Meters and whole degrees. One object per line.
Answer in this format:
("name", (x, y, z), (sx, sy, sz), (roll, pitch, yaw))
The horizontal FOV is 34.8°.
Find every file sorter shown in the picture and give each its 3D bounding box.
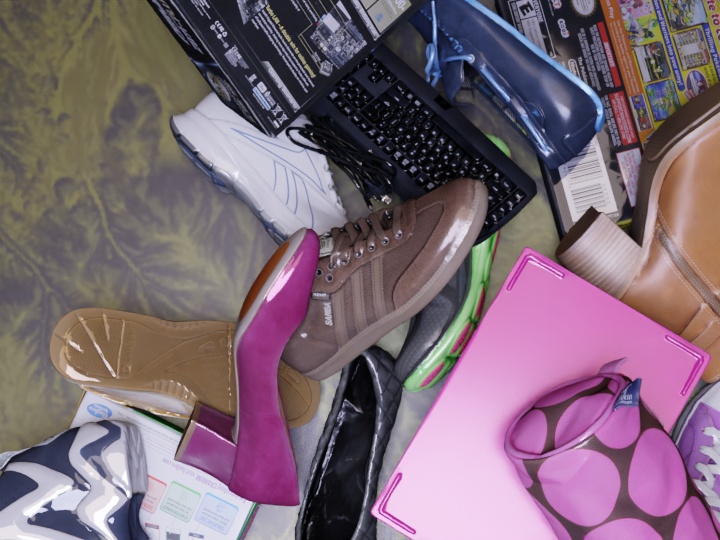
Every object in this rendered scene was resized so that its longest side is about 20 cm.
("file sorter", (0.118, 0.112, 0.795), (0.138, 0.125, 0.201), (31, 85, 6))

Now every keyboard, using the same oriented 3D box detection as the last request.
("keyboard", (0.025, -0.095, 0.818), (0.104, 0.040, 0.200), (-42, 71, -12))

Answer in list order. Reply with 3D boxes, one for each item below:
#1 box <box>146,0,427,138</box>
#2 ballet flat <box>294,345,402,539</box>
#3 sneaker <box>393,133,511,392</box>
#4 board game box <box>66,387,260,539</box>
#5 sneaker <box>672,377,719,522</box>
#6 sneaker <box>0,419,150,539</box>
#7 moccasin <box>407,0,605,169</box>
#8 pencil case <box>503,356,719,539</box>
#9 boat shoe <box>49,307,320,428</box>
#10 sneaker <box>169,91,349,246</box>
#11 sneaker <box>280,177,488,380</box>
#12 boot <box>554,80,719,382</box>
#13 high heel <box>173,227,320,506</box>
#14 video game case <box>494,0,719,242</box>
("box", (-0.068, -0.222, 0.769), (0.164, 0.200, 0.086), (-43, 38, -7))
("ballet flat", (-0.017, 0.151, 0.825), (0.066, 0.057, 0.202), (7, 78, 29))
("sneaker", (0.055, -0.007, 0.846), (0.083, 0.077, 0.201), (12, 73, 10))
("board game box", (-0.174, 0.208, 0.838), (0.152, 0.040, 0.201), (25, 84, 6))
("sneaker", (0.244, 0.164, 0.789), (0.072, 0.114, 0.202), (22, 83, 7))
("sneaker", (-0.209, 0.207, 0.780), (0.128, 0.079, 0.201), (-8, 82, 3))
("moccasin", (0.085, -0.150, 0.840), (0.200, 0.080, 0.068), (41, 95, 24))
("pencil case", (0.174, 0.155, 0.686), (0.094, 0.090, 0.201), (-42, 106, -35))
("boat shoe", (-0.128, 0.072, 0.841), (0.199, 0.069, 0.074), (17, 75, -16))
("sneaker", (-0.051, -0.068, 0.856), (0.200, 0.075, 0.087), (45, 81, 6))
("sneaker", (0.000, 0.000, 0.773), (0.075, 0.071, 0.200), (34, 120, -19))
("boot", (0.256, -0.030, 0.818), (0.154, 0.074, 0.200), (39, 109, -7))
("high heel", (-0.047, 0.070, 0.768), (0.095, 0.067, 0.201), (24, 107, -9))
("video game case", (0.214, -0.139, 0.875), (0.179, 0.026, 0.202), (-14, 81, 1))
